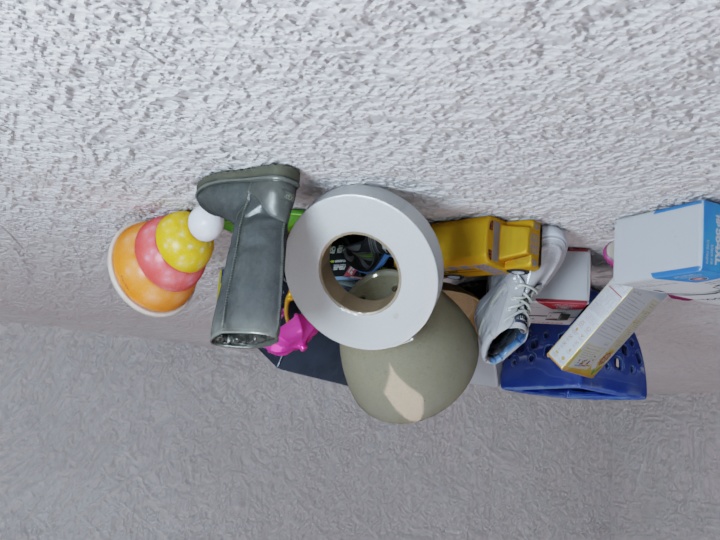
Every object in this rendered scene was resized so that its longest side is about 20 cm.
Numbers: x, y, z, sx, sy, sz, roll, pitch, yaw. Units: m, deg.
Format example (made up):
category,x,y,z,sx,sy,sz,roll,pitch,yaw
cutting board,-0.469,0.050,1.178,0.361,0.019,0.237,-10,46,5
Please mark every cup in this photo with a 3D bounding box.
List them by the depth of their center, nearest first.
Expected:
category,x,y,z,sx,sy,sz,roll,pitch,yaw
cup,0.048,0.082,1.209,0.196,0.203,0.144,-1,141,27

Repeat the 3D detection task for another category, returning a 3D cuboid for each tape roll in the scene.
category,x,y,z,sx,sy,sz,roll,pitch,yaw
tape roll,0.004,-0.001,1.075,0.198,0.207,0.037,1,-156,18

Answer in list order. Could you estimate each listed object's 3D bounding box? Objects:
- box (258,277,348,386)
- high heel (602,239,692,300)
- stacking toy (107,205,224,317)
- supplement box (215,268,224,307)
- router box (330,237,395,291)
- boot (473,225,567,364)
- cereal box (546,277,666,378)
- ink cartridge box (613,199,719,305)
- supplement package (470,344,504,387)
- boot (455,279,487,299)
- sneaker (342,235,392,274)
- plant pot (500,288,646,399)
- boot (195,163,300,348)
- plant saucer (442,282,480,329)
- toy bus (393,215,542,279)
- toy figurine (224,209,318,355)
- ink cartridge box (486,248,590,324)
category,x,y,z,sx,sy,sz,roll,pitch,yaw
box,-0.088,0.082,1.469,0.198,0.126,0.196,20,-171,-42
high heel,0.388,0.003,1.197,0.196,0.069,0.096,3,154,-26
stacking toy,-0.250,-0.032,1.245,0.144,0.150,0.198,13,150,-40
supplement box,-0.164,0.066,1.682,0.107,0.112,0.198,-6,165,42
router box,0.000,0.000,1.399,0.147,0.064,0.198,-3,167,38
boot,0.220,0.041,1.198,0.072,0.097,0.202,16,131,-15
cereal box,0.375,0.069,1.315,0.040,0.201,0.143,46,-165,32
ink cartridge box,0.429,-0.016,1.078,0.196,0.087,0.145,10,168,-25
supplement package,0.189,0.131,1.691,0.196,0.123,0.121,3,-155,33
boot,0.168,0.065,1.546,0.199,0.075,0.154,-14,174,-10
sneaker,0.011,-0.048,1.179,0.081,0.072,0.199,26,167,-9
plant pot,0.385,0.133,1.607,0.197,0.185,0.198,11,167,-35
boot,-0.142,-0.012,1.026,0.072,0.205,0.180,14,165,-41
plant saucer,0.106,0.069,1.391,0.195,0.036,0.202,-1,147,-1
toy bus,0.142,-0.030,1.184,0.197,0.067,0.077,-5,164,44
toy figurine,-0.120,0.024,1.249,0.195,0.189,0.150,0,169,23
ink cartridge box,0.267,0.026,1.367,0.143,0.085,0.200,2,168,7
